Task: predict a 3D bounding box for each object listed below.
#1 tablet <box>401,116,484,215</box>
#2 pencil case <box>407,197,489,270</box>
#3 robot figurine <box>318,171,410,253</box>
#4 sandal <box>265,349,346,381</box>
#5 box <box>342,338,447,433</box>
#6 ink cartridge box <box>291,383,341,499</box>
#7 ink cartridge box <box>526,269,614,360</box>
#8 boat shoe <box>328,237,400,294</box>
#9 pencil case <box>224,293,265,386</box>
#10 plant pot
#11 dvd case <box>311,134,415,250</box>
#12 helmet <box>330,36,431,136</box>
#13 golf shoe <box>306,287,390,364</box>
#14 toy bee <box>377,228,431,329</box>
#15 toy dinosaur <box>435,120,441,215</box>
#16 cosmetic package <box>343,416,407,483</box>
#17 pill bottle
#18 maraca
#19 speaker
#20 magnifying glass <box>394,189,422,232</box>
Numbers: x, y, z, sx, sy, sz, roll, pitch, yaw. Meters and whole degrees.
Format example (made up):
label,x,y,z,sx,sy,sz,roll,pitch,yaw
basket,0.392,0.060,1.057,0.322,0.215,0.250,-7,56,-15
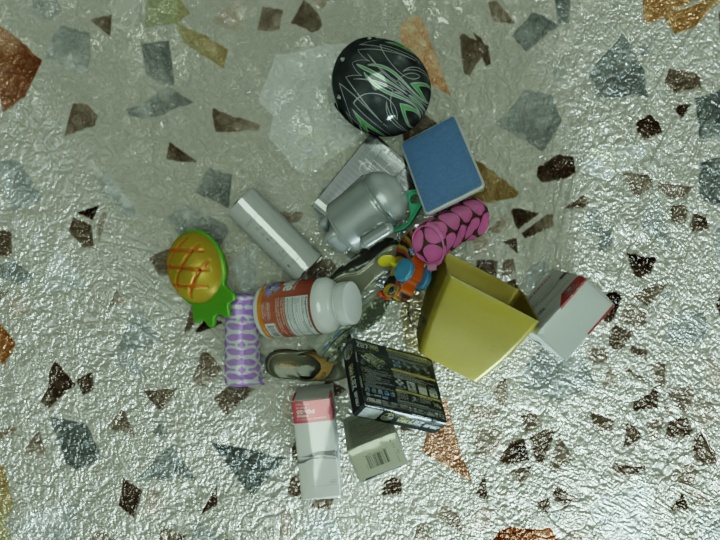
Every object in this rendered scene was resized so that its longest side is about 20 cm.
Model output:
label,x,y,z,sx,sy,sz,roll,pitch,yaw
tablet,0.162,-0.211,1.541,0.130,0.014,0.201,-26,55,15
pencil case,0.181,-0.076,1.525,0.090,0.200,0.094,-6,107,42
robot figurine,0.012,-0.119,1.535,0.200,0.113,0.170,-35,51,16
sandal,-0.100,0.193,1.602,0.199,0.055,0.082,1,93,-2
box,0.067,0.228,1.529,0.199,0.162,0.049,17,132,-28
ink cartridge box,-0.087,0.344,1.563,0.082,0.147,0.201,-5,93,-1
ink cartridge box,0.397,0.084,1.545,0.083,0.200,0.147,41,91,-7
boat shoe,0.000,0.000,1.604,0.200,0.057,0.067,-32,121,3
pencil case,-0.236,0.143,1.580,0.085,0.084,0.201,-1,92,-14
plant pot,0.212,0.100,1.548,0.199,0.200,0.177,28,104,-5
dvd case,0.017,-0.164,1.609,0.149,0.016,0.200,40,90,-4
helmet,0.040,-0.358,1.513,0.199,0.191,0.201,0,93,-3
golf shoe,-0.026,0.094,1.592,0.200,0.078,0.097,-41,55,-19
toy bee,0.077,0.016,1.536,0.131,0.108,0.200,47,51,-26
toy dinosaur,0.177,-0.208,1.584,0.102,0.077,0.201,-14,96,-8
cosmetic package,0.026,0.341,1.541,0.105,0.200,0.071,-21,97,0
pill bottle,-0.104,0.073,1.534,0.199,0.112,0.113,-7,93,24
maraca,-0.320,0.014,1.551,0.137,0.107,0.201,-31,78,27
speaker,-0.176,-0.073,1.574,0.200,0.081,0.081,44,90,-3
magnifying glass,0.117,-0.149,1.565,0.200,0.022,0.080,-33,79,16
